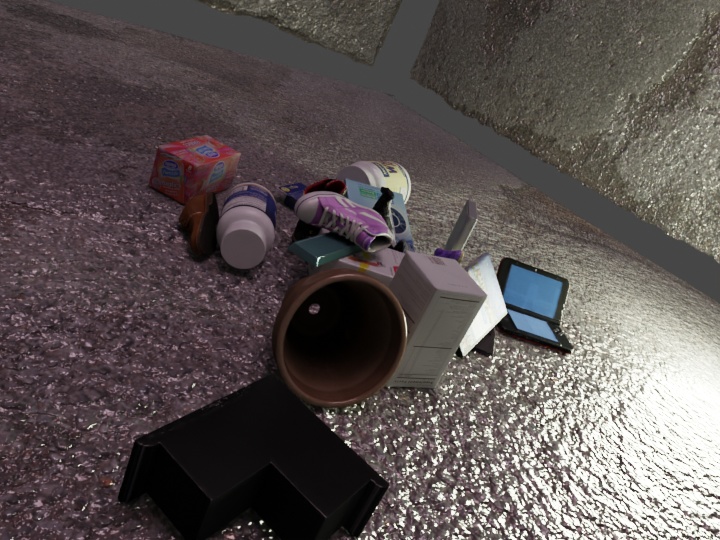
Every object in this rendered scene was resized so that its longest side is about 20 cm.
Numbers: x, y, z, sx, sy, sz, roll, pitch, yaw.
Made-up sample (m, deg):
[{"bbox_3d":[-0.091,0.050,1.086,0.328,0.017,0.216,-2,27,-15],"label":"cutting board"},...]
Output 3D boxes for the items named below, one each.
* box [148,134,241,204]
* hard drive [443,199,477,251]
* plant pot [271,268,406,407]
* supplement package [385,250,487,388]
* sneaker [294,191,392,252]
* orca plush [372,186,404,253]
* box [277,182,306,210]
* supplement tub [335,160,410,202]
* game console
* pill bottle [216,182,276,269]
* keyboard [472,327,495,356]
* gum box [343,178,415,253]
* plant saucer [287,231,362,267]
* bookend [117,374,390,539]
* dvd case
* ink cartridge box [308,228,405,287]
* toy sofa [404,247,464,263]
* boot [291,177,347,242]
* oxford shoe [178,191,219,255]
[{"bbox_3d":[-0.364,-0.228,1.325,0.102,0.095,0.200,28,25,7],"label":"box"},{"bbox_3d":[0.218,-0.055,1.387,0.026,0.201,0.132,23,24,-1],"label":"hard drive"},{"bbox_3d":[-0.050,0.085,0.917,0.199,0.202,0.175,14,7,-22],"label":"plant pot"},{"bbox_3d":[0.101,0.086,0.998,0.113,0.201,0.110,9,29,-32],"label":"supplement package"},{"bbox_3d":[-0.025,-0.090,1.152,0.199,0.073,0.115,9,31,-27],"label":"sneaker"},{"bbox_3d":[0.041,-0.074,1.286,0.105,0.201,0.071,34,40,27],"label":"orca plush"},{"bbox_3d":[-0.108,-0.157,1.497,0.199,0.033,0.121,33,25,14],"label":"box"},{"bbox_3d":[0.033,-0.226,1.626,0.145,0.146,0.199,36,27,24],"label":"supplement tub"},{"bbox_3d":[0.414,0.081,1.396,0.198,0.119,0.173,18,25,-13],"label":"game console"},{"bbox_3d":[-0.220,-0.085,1.154,0.110,0.112,0.200,17,26,-15],"label":"pill bottle"},{"bbox_3d":[0.188,0.112,1.247,0.199,0.040,0.105,24,48,-4],"label":"keyboard"},{"bbox_3d":[0.039,-0.117,1.445,0.169,0.045,0.201,11,52,-28],"label":"gum box"},{"bbox_3d":[-0.054,-0.050,1.150,0.070,0.019,0.200,33,26,21],"label":"plant saucer"},{"bbox_3d":[-0.109,0.236,0.638,0.200,0.093,0.198,37,29,22],"label":"bookend"},{"bbox_3d":[0.229,0.066,1.205,0.017,0.144,0.200,-8,17,43],"label":"dvd case"},{"bbox_3d":[0.000,0.000,1.219,0.198,0.084,0.145,17,25,-15],"label":"ink cartridge box"},{"bbox_3d":[0.148,-0.012,1.286,0.082,0.098,0.200,19,2,-8],"label":"toy sofa"},{"bbox_3d":[-0.051,-0.129,1.286,0.199,0.151,0.073,-14,55,-22],"label":"boot"},{"bbox_3d":[-0.316,-0.086,1.146,0.071,0.072,0.200,-9,31,-5],"label":"oxford shoe"}]
